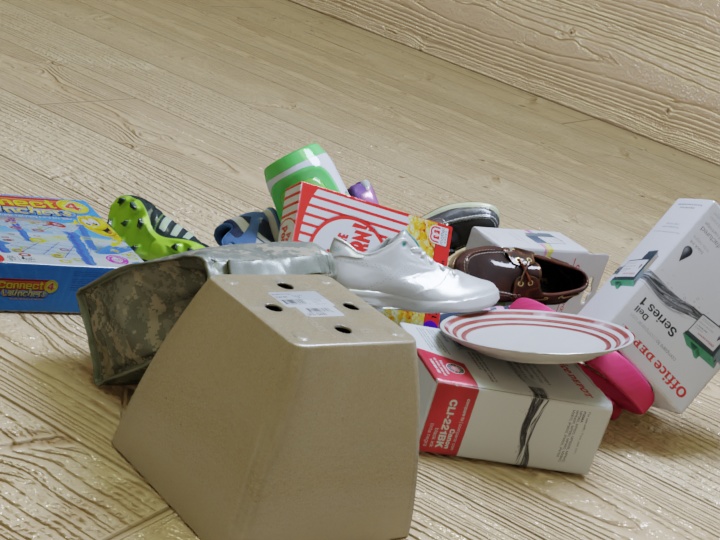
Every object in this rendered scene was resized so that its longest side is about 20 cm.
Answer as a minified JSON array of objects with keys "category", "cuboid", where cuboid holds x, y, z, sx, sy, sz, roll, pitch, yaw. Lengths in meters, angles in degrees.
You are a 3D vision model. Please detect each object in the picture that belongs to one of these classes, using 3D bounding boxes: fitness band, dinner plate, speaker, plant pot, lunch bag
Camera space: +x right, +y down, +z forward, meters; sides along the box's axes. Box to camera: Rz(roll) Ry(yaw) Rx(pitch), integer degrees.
[{"category":"fitness band","cuboid":[0.246,0.101,1.527,0.200,0.037,0.144,32,-17,36]},{"category":"dinner plate","cuboid":[0.182,0.071,1.390,0.200,0.024,0.200,1,10,0]},{"category":"speaker","cuboid":[-0.039,-0.046,1.593,0.200,0.088,0.088,63,26,0]},{"category":"plant pot","cuboid":[-0.063,0.109,1.140,0.200,0.177,0.200,0,25,-41]},{"category":"lunch bag","cuboid":[-0.137,0.035,1.259,0.200,0.118,0.164,-24,-13,41]}]

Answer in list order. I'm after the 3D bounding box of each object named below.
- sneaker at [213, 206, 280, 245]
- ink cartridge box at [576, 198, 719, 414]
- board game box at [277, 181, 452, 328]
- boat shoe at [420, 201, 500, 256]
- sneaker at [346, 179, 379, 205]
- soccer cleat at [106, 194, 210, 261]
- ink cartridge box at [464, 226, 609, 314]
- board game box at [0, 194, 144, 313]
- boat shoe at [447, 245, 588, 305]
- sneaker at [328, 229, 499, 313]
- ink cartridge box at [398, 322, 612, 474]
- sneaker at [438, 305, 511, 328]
[{"category":"sneaker","cuboid":[-0.123,-0.004,1.588,0.082,0.074,0.200,-6,30,-13]},{"category":"ink cartridge box","cuboid":[0.358,0.040,1.508,0.146,0.200,0.084,44,-9,-14]},{"category":"board game box","cuboid":[0.000,0.000,1.524,0.200,0.152,0.046,15,-16,-25]},{"category":"boat shoe","cuboid":[0.088,-0.034,1.758,0.200,0.072,0.066,-13,45,7]},{"category":"sneaker","cuboid":[-0.034,-0.053,1.693,0.088,0.081,0.200,-11,-10,-22]},{"category":"soccer cleat","cuboid":[-0.229,-0.029,1.594,0.200,0.068,0.081,33,7,38]},{"category":"ink cartridge box","cuboid":[0.223,0.011,1.772,0.200,0.117,0.067,3,24,-37]},{"category":"board game box","cuboid":[-0.357,-0.021,1.449,0.200,0.056,0.196,3,23,-36]},{"category":"boat shoe","cuboid":[0.197,0.004,1.646,0.200,0.071,0.070,4,-12,-41]},{"category":"sneaker","cuboid":[0.059,0.001,1.464,0.200,0.089,0.075,4,1,-15]},{"category":"ink cartridge box","cuboid":[0.139,0.132,1.398,0.200,0.084,0.144,10,19,-18]},{"category":"sneaker","cuboid":[0.152,0.063,1.635,0.082,0.070,0.200,32,22,35]}]
